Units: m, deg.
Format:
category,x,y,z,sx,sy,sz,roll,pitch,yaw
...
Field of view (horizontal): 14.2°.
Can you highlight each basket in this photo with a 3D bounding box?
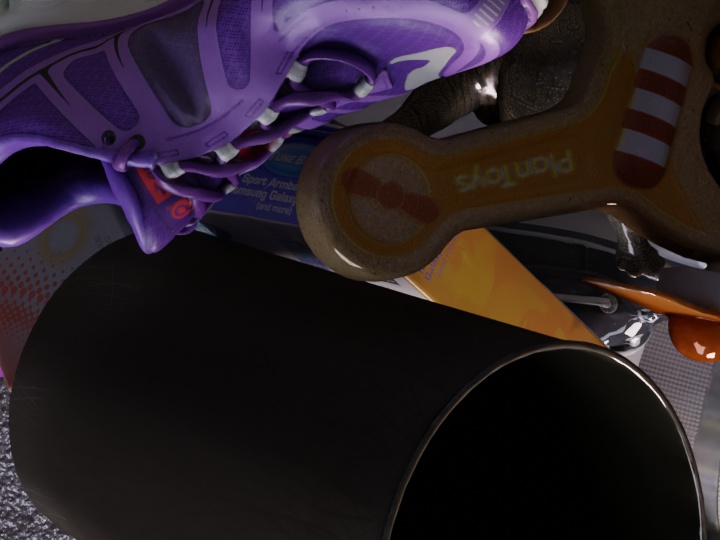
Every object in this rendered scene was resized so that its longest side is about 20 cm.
category,x,y,z,sx,sy,sz,roll,pitch,yaw
basket,-0.011,0.067,0.926,0.199,0.136,0.181,24,150,41

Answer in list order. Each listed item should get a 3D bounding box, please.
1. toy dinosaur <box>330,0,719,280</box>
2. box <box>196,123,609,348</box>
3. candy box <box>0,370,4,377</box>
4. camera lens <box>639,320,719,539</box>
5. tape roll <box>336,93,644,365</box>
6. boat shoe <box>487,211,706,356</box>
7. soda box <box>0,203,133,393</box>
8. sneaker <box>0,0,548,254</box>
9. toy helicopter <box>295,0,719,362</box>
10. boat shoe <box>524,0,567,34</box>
category,x,y,z,sx,sy,sz,roll,pitch,yaw
toy dinosaur,0.078,-0.059,1.009,0.199,0.103,0.077,16,-147,-8
box,0.000,0.000,1.029,0.119,0.042,0.200,10,161,38
candy box,-0.153,-0.012,1.200,0.199,0.057,0.117,9,140,12
camera lens,0.173,0.053,1.423,0.199,0.161,0.160,16,173,25
tape roll,0.040,-0.019,1.296,0.202,0.140,0.203,19,175,2
boat shoe,0.091,0.001,1.099,0.199,0.068,0.072,11,-167,13
soda box,-0.118,-0.034,1.084,0.064,0.068,0.201,36,-160,-50
sneaker,-0.035,-0.048,0.819,0.199,0.084,0.081,-16,142,33
toy helicopter,0.077,-0.026,0.867,0.199,0.133,0.079,-13,-175,-20
boat shoe,-0.029,-0.122,0.932,0.199,0.073,0.072,15,175,-23
